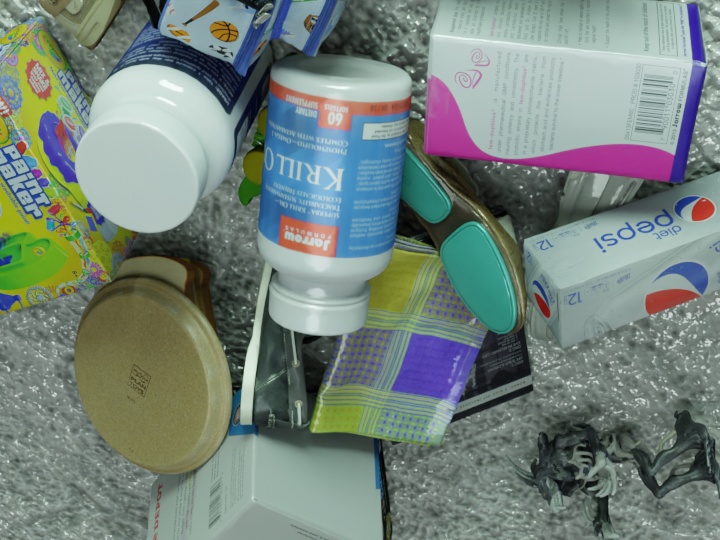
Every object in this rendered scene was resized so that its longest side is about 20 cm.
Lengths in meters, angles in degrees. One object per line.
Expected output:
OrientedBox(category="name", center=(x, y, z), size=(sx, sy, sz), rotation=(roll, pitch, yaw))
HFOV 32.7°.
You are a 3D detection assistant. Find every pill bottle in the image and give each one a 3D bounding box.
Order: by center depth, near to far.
OrientedBox(category="pill bottle", center=(-0.142, -0.123, 0.947), size=(0.114, 0.201, 0.117), rotation=(6, 126, 8))
OrientedBox(category="pill bottle", center=(-0.023, -0.058, 0.955), size=(0.110, 0.112, 0.204), rotation=(8, 110, 6))

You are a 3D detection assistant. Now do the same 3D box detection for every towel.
OrientedBox(category="towel", center=(0.045, 0.066, 1.072), size=(0.142, 0.023, 0.202), rotation=(12, 113, -26))

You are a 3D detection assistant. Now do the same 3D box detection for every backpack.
OrientedBox(category="backpack", center=(-0.068, -0.240, 0.870), size=(0.153, 0.202, 0.191), rotation=(33, 138, -11))

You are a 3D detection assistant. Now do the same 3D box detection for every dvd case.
OrientedBox(category="dvd case", center=(0.076, 0.052, 1.099), size=(0.146, 0.016, 0.203), rotation=(-20, 122, -9))

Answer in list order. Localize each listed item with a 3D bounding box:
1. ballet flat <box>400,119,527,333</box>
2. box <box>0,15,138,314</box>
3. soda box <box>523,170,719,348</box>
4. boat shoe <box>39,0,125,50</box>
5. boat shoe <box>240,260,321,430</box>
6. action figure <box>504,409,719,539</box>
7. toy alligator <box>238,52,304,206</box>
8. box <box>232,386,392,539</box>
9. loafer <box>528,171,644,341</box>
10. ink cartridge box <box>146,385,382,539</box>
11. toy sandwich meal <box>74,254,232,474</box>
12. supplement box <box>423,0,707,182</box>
OrientedBox(category="ballet flat", center=(0.084, -0.044, 1.014), size=(0.201, 0.072, 0.068), rotation=(52, 133, 1))
OrientedBox(category="box", center=(-0.322, -0.080, 1.067), size=(0.190, 0.123, 0.202), rotation=(-16, 120, 21))
OrientedBox(category="soda box", center=(0.232, -0.013, 0.971), size=(0.197, 0.069, 0.064), rotation=(-19, 131, -10))
OrientedBox(category="boat shoe", center=(-0.187, -0.257, 0.943), size=(0.064, 0.072, 0.200), rotation=(34, 126, -14))
OrientedBox(category="boat shoe", center=(-0.060, 0.038, 1.074), size=(0.066, 0.204, 0.072), rotation=(7, 170, 2))
OrientedBox(category="action figure", center=(0.236, 0.197, 1.154), size=(0.197, 0.103, 0.120), rotation=(-13, 133, 19))
OrientedBox(category="toy alligator", center=(-0.050, -0.131, 1.006), size=(0.054, 0.059, 0.202), rotation=(25, 119, 3))
OrientedBox(category="box", center=(-0.073, 0.212, 1.264), size=(0.196, 0.050, 0.201), rotation=(0, 126, 12))
OrientedBox(category="loafer", center=(0.190, -0.020, 1.029), size=(0.069, 0.070, 0.202), rotation=(19, 126, 9))
OrientedBox(category="ink cartridge box", center=(-0.094, 0.229, 1.146), size=(0.143, 0.149, 0.200), rotation=(27, 127, -26))
OrientedBox(category="toy sandwich meal", center=(-0.187, 0.087, 1.143), size=(0.202, 0.070, 0.209), rotation=(8, 106, 29))
OrientedBox(category="supplement box", center=(0.151, -0.144, 0.929), size=(0.196, 0.104, 0.103), rotation=(7, 127, 6))
